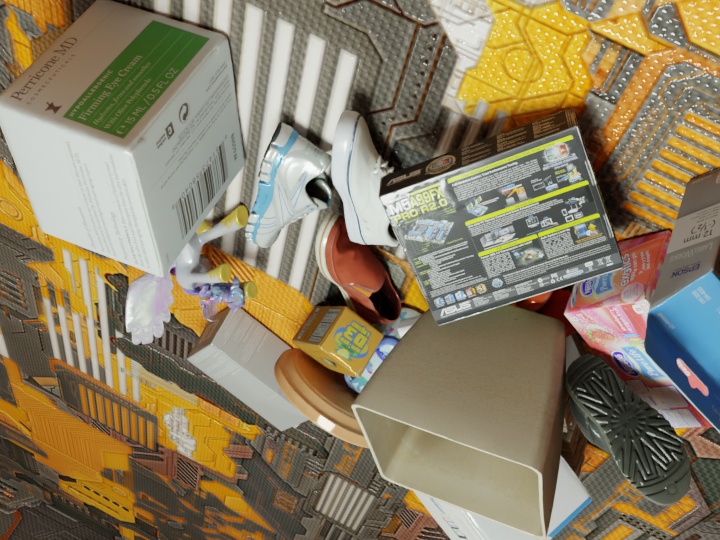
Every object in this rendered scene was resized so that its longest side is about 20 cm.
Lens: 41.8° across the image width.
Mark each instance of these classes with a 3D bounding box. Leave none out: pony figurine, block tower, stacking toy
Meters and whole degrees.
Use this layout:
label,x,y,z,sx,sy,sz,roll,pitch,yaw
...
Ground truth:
label,x,y,z,sx,sy,sz,roll,pitch,yaw
pony figurine,-0.232,-0.002,1.279,0.198,0.166,0.196,5,107,38
block tower,0.252,0.190,1.222,0.057,0.054,0.201,9,140,27
stacking toy,0.158,0.002,1.012,0.200,0.086,0.085,42,145,-13

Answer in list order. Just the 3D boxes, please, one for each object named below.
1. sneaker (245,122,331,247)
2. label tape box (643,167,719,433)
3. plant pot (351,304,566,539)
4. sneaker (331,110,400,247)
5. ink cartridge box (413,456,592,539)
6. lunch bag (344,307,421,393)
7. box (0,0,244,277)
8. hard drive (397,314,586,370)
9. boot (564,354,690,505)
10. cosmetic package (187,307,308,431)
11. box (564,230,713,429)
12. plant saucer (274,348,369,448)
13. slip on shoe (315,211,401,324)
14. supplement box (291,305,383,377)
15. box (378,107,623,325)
label,x,y,z,sx,sy,sz,roll,pitch,yaw
sneaker,-0.080,-0.081,1.108,0.086,0.076,0.201,23,147,-1
label tape box,0.329,0.027,0.819,0.143,0.201,0.066,42,143,-19
plant pot,0.130,0.141,1.009,0.197,0.178,0.201,16,151,22
sneaker,0.016,-0.098,1.024,0.070,0.074,0.201,8,151,14
ink cartridge box,0.179,0.292,1.253,0.145,0.147,0.200,51,165,4
lunch bag,0.086,0.144,1.268,0.199,0.083,0.161,37,143,-12
box,-0.251,-0.147,1.032,0.169,0.200,0.201,19,144,16
hard drive,0.160,0.094,1.127,0.198,0.026,0.133,-16,119,26
boot,0.282,0.181,1.019,0.183,0.072,0.200,61,177,25
cosmetic package,-0.157,0.154,1.459,0.199,0.091,0.106,38,145,-18
box,0.314,0.068,0.979,0.102,0.095,0.200,-15,126,47
plant saucer,-0.028,0.171,1.320,0.199,0.200,0.033,32,105,-3
slip on shoe,0.000,0.000,1.150,0.060,0.075,0.201,7,146,29
supplement box,-0.033,0.090,1.232,0.066,0.069,0.200,37,172,-11
box,0.137,-0.047,0.916,0.198,0.044,0.161,-19,118,17
